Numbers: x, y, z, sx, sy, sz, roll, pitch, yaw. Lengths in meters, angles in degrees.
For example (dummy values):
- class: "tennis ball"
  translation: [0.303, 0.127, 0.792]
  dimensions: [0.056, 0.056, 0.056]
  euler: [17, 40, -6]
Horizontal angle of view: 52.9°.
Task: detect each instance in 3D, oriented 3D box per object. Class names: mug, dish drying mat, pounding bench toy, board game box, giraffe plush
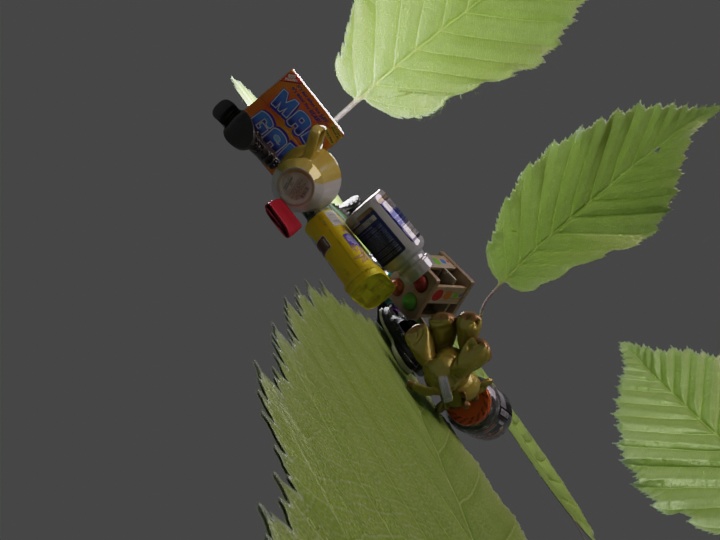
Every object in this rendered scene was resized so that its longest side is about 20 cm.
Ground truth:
- class: "mug"
  translation: [-0.130, -0.209, 1.568]
  dimensions: [0.153, 0.148, 0.188]
  euler: [-63, 140, -74]
- class: "dish drying mat"
  translation: [-0.150, -0.104, 1.413]
  dimensions: [0.077, 0.018, 0.200]
  euler: [52, 5, -6]
- class: "pounding bench toy"
  translation: [0.138, 0.067, 1.721]
  dimensions: [0.155, 0.201, 0.124]
  euler: [2, 36, -43]
- class: "board game box"
  translation: [-0.182, -0.362, 1.818]
  dimensions: [0.200, 0.200, 0.200]
  euler: [50, 7, -16]
- class: "giraffe plush"
  translation: [0.187, 0.200, 1.429]
  dimensions: [0.162, 0.172, 0.201]
  euler: [56, 36, -50]

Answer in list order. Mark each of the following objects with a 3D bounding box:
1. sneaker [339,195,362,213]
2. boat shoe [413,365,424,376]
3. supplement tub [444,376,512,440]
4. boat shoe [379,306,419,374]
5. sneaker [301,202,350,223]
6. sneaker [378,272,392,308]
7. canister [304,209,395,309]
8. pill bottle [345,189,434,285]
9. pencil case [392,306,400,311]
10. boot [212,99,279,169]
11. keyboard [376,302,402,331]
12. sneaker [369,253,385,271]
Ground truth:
- class: "sneaker"
  translation: [-0.031, -0.136, 1.940]
  dimensions: [0.090, 0.070, 0.200]
  euler: [54, -25, -8]
- class: "boat shoe"
  translation: [0.144, 0.183, 1.640]
  dimensions: [0.074, 0.076, 0.200]
  euler: [35, 15, 15]
- class: "supplement tub"
  translation: [0.254, 0.298, 1.570]
  dimensions: [0.123, 0.122, 0.200]
  euler: [55, 7, 29]
- class: "boat shoe"
  translation: [0.094, 0.134, 1.547]
  dimensions: [0.075, 0.066, 0.200]
  euler: [46, 13, -28]
- class: "sneaker"
  translation: [-0.105, -0.144, 1.703]
  dimensions: [0.200, 0.078, 0.085]
  euler: [37, 45, -9]
- class: "sneaker"
  translation: [0.086, 0.036, 1.856]
  dimensions: [0.084, 0.121, 0.200]
  euler: [51, 6, 2]
- class: "canister"
  translation: [-0.025, -0.026, 1.571]
  dimensions: [0.200, 0.086, 0.149]
  euler: [53, 6, 27]
- class: "pill bottle"
  translation: [0.068, -0.068, 1.585]
  dimensions: [0.200, 0.111, 0.111]
  euler: [50, 6, -2]
- class: "pencil case"
  translation: [0.091, 0.036, 2.062]
  dimensions: [0.200, 0.085, 0.093]
  euler: [-116, -167, -66]
- class: "boot"
  translation: [-0.233, -0.282, 1.594]
  dimensions: [0.174, 0.069, 0.200]
  euler: [45, 7, -46]
- class: "keyboard"
  translation: [0.092, 0.157, 1.687]
  dimensions: [0.200, 0.039, 0.104]
  euler: [50, 29, -26]
- class: "sneaker"
  translation: [0.000, 0.000, 1.720]
  dimensions: [0.200, 0.076, 0.081]
  euler: [-148, -123, -66]
